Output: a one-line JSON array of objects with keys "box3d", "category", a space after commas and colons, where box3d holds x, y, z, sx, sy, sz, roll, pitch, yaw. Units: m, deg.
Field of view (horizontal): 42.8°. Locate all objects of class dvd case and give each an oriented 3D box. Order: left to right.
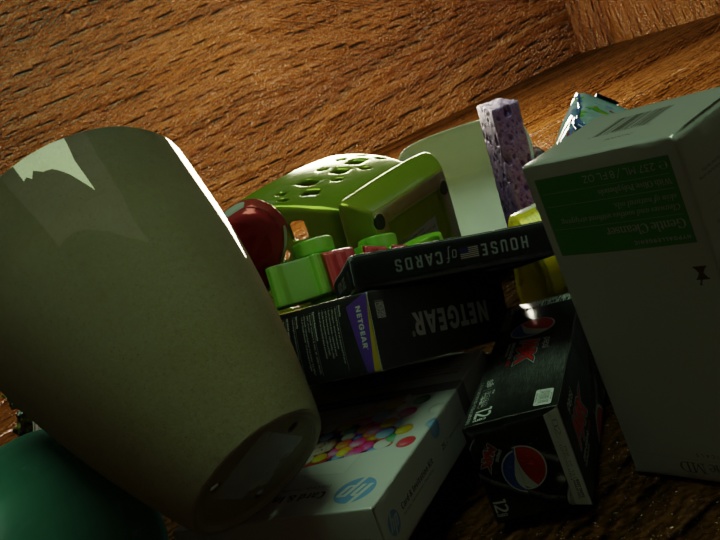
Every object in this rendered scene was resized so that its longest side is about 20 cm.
[{"box3d": [0.057, -0.004, 0.677, 0.147, 0.025, 0.200, -11, -5, -5], "category": "dvd case"}]

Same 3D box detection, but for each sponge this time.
[{"box3d": [0.160, -0.068, 0.913, 0.029, 0.204, 0.112, -17, 10, 2], "category": "sponge"}]

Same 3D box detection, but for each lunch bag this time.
[{"box3d": [0.306, -0.134, 1.065, 0.158, 0.084, 0.200, 25, 24, 6], "category": "lunch bag"}]

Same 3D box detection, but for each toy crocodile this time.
[{"box3d": [0.000, 0.000, 0.820, 0.197, 0.069, 0.061, -7, -11, -42], "category": "toy crocodile"}]

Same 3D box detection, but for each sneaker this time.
[{"box3d": [-0.128, 0.041, 0.785, 0.202, 0.077, 0.116, -57, 12, 28], "category": "sneaker"}]

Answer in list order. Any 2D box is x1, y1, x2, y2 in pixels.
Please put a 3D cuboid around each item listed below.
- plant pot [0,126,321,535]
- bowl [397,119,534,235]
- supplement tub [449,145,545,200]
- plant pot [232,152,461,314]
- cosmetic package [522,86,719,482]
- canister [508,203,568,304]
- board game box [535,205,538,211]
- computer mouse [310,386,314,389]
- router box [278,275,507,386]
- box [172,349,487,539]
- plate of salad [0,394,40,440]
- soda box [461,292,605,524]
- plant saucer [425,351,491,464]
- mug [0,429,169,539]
[{"box3d": [-0.120, 0.050, 0.548, 0.186, 0.189, 0.200, -29, 58, -31], "category": "plant pot"}, {"box3d": [0.132, -0.075, 1.129, 0.197, 0.074, 0.204, -14, 58, 37], "category": "bowl"}, {"box3d": [0.193, -0.100, 1.216, 0.197, 0.109, 0.107, -13, 15, 38], "category": "supplement tub"}, {"box3d": [0.003, -0.015, 0.997, 0.179, 0.203, 0.199, -4, 20, 40], "category": "plant pot"}, {"box3d": [0.184, 0.011, 0.515, 0.084, 0.203, 0.107, -31, 14, -34], "category": "cosmetic package"}, {"box3d": [0.228, -0.029, 0.762, 0.197, 0.150, 0.087, -26, 52, -3], "category": "canister"}, {"box3d": [0.250, -0.020, 0.610, 0.198, 0.198, 0.026, -6, 60, 54], "category": "board game box"}, {"box3d": [-0.073, 0.125, 0.788, 0.196, 0.035, 0.058, -19, -9, 17], "category": "computer mouse"}, {"box3d": [0.001, 0.050, 0.685, 0.155, 0.053, 0.199, -16, -6, 33], "category": "router box"}, {"box3d": [-0.009, 0.126, 0.615, 0.154, 0.042, 0.200, -16, 15, 32], "category": "box"}, {"box3d": [-0.311, 0.140, 0.881, 0.047, 0.205, 0.200, -3, 7, -14], "category": "plate of salad"}, {"box3d": [0.125, 0.084, 0.623, 0.062, 0.072, 0.200, -18, 13, 23], "category": "soda box"}, {"box3d": [0.031, 0.123, 0.724, 0.197, 0.033, 0.200, -22, 13, 5], "category": "plant saucer"}, {"box3d": [-0.185, 0.193, 0.589, 0.114, 0.186, 0.152, -32, -11, -48], "category": "mug"}]
